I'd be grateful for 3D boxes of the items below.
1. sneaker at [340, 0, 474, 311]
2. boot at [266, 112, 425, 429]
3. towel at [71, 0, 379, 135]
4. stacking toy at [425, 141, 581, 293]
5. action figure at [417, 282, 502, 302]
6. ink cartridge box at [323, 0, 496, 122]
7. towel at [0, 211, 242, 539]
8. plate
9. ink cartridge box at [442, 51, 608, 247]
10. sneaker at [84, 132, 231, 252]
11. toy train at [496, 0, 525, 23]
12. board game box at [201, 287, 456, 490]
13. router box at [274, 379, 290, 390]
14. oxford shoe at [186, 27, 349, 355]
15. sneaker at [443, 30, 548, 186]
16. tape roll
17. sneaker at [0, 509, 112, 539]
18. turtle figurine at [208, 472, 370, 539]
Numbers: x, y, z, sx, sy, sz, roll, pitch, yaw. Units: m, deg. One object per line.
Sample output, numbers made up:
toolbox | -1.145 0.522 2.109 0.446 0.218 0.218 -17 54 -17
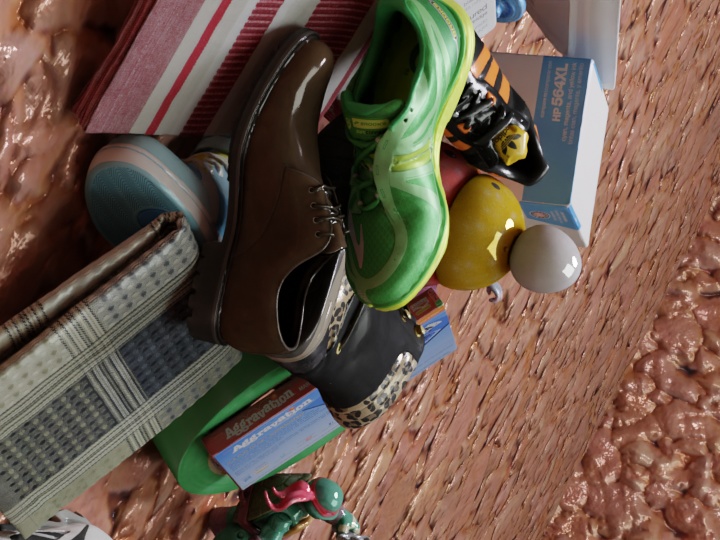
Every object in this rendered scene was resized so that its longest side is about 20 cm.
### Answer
sneaker | 0.014 -0.076 1.084 0.083 0.074 0.201 11 86 -52
boot | 0.000 0.000 1.204 0.151 0.073 0.200 56 48 -53
towel | -0.067 -0.141 1.056 0.200 0.023 0.144 -3 136 -50
stacking toy | 0.071 -0.032 1.287 0.146 0.200 0.146 -50 152 -39
action figure | 0.042 0.001 1.630 0.149 0.134 0.200 34 62 -30
ink cartridge box | 0.011 -0.207 1.171 0.144 0.084 0.200 -37 153 -14
towel | -0.170 0.068 1.098 0.200 0.035 0.193 -40 154 -13
plate | 0.142 -0.261 1.406 0.032 0.200 0.200 -28 152 -9
ink cartridge box | 0.091 -0.104 1.444 0.129 0.199 0.126 45 54 -71
sneaker | -0.105 -0.062 1.139 0.200 0.079 0.131 58 41 -56
toy train | 0.075 -0.261 1.292 0.200 0.114 0.087 81 28 -61
board game box | -0.020 0.090 1.311 0.200 0.019 0.103 -33 159 -5
router box | -0.046 0.002 1.402 0.149 0.051 0.200 -61 162 -18
oxford shoe | -0.039 -0.045 1.068 0.073 0.084 0.201 -9 113 -67
sneaker | 0.079 -0.116 1.208 0.070 0.090 0.200 -46 154 5
tape roll | -0.063 0.093 1.342 0.200 0.048 0.201 -30 157 -14
sneaker | -0.210 0.214 1.172 0.200 0.088 0.074 -17 131 -65
turtle figurine | -0.063 0.212 1.444 0.150 0.200 0.101 -17 87 -48
